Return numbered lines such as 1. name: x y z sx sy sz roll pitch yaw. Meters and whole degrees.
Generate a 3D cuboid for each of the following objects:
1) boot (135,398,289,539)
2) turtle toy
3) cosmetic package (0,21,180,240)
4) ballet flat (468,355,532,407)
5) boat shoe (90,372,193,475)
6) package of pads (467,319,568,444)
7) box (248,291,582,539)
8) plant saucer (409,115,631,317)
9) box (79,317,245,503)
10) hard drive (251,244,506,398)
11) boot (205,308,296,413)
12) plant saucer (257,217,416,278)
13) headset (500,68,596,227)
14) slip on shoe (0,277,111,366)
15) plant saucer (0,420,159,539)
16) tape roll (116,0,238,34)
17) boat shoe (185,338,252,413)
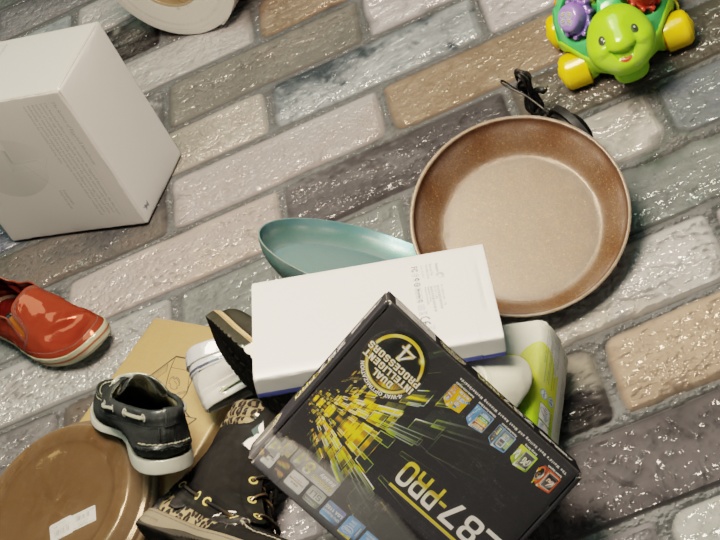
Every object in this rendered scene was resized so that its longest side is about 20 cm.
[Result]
1. boot: -0.083 0.190 1.344 0.199 0.073 0.151 5 50 44
2. turtle toy: 0.254 -0.254 1.586 0.144 0.102 0.201 -21 39 12
3. cosmetic package: -0.344 -0.153 1.783 0.198 0.200 0.124 -4 44 29
4. ballet flat: 0.045 0.120 1.233 0.199 0.070 0.070 -34 38 -1
5. boat shoe: -0.196 0.122 1.424 0.075 0.061 0.200 -10 17 -27
6. package of pads: 0.070 0.125 1.316 0.198 0.068 0.156 -9 44 24
7. box: 0.040 0.141 1.186 0.161 0.200 0.049 -47 6 7
8. plant saucer: 0.144 -0.044 1.428 0.198 0.037 0.203 -3 66 7
9. box: -0.190 0.134 1.512 0.162 0.021 0.201 7 51 38
10. hard drive: 0.011 0.039 1.285 0.197 0.026 0.133 -10 34 2
11. boot: -0.026 0.059 1.346 0.138 0.078 0.199 -41 51 -20
12. plant saucer: 0.000 0.000 1.445 0.198 0.028 0.200 13 17 -4
13. headset: 0.170 -0.110 1.527 0.122 0.094 0.202 -15 56 12
14. slip on shoe: -0.340 0.050 1.671 0.199 0.062 0.074 16 55 41
15. plant saucer: -0.272 0.220 1.440 0.198 0.030 0.202 -18 48 21
16. tape roll: -0.224 -0.419 2.001 0.201 0.204 0.140 -2 45 31
17. boat shoe: -0.060 0.079 1.462 0.198 0.074 0.067 -19 71 2
